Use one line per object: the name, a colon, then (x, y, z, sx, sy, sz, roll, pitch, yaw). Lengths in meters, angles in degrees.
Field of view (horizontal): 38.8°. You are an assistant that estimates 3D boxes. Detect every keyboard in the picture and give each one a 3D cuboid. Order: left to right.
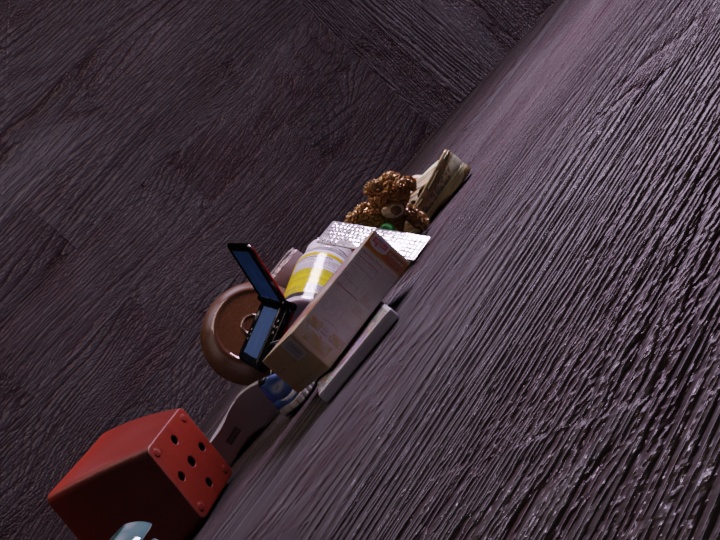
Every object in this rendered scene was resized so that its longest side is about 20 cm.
keyboard: (0.019, -0.049, 1.658, 0.197, 0.011, 0.056, 11, 42, 36)

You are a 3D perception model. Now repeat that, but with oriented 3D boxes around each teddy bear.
teddy bear: (0.042, -0.080, 1.758, 0.200, 0.143, 0.068, -49, 23, 47)

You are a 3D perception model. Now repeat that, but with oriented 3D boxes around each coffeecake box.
coffeecake box: (-0.035, 0.060, 1.436, 0.201, 0.073, 0.154, -51, 3, -28)

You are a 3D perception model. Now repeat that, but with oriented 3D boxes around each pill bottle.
pill bottle: (-0.073, 0.037, 1.799, 0.114, 0.113, 0.201, -46, 16, 35)

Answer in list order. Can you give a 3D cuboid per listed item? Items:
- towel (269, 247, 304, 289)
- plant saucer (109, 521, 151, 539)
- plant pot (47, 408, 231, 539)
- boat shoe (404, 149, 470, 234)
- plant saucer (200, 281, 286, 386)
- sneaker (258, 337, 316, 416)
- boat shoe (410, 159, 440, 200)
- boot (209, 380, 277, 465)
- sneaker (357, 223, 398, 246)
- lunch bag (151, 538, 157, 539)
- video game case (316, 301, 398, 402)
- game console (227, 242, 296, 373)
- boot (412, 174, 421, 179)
towel: (-0.130, 0.077, 1.946, 0.201, 0.191, 0.032, -49, 40, 2)
plant saucer: (-0.324, 0.373, 1.212, 0.201, 0.027, 0.200, -49, 3, 4)
plant pot: (-0.317, 0.332, 1.563, 0.175, 0.201, 0.200, -34, 9, 23)
boat shoe: (0.114, -0.126, 1.836, 0.201, 0.062, 0.073, -49, 4, 15)
plant saucer: (-0.190, 0.104, 1.815, 0.201, 0.199, 0.037, -50, -19, -20)
sneaker: (-0.092, 0.122, 1.564, 0.078, 0.089, 0.201, -42, 11, 47)
boat shoe: (0.112, -0.131, 1.919, 0.200, 0.071, 0.077, -48, 16, 24)
boot: (-0.199, 0.247, 1.758, 0.201, 0.073, 0.096, -49, 10, 19)
sneaker: (0.000, 0.000, 1.686, 0.073, 0.084, 0.201, 16, 57, 37)
lunch bag: (-0.277, 0.397, 1.200, 0.161, 0.077, 0.200, -52, 4, -29)
video game case: (-0.008, 0.104, 1.383, 0.144, 0.018, 0.200, -51, 4, -1)
game console: (-0.187, 0.058, 1.673, 0.175, 0.117, 0.200, -66, 16, -5)
boot: (0.091, -0.159, 2.414, 0.107, 0.075, 0.199, -48, 11, -33)
